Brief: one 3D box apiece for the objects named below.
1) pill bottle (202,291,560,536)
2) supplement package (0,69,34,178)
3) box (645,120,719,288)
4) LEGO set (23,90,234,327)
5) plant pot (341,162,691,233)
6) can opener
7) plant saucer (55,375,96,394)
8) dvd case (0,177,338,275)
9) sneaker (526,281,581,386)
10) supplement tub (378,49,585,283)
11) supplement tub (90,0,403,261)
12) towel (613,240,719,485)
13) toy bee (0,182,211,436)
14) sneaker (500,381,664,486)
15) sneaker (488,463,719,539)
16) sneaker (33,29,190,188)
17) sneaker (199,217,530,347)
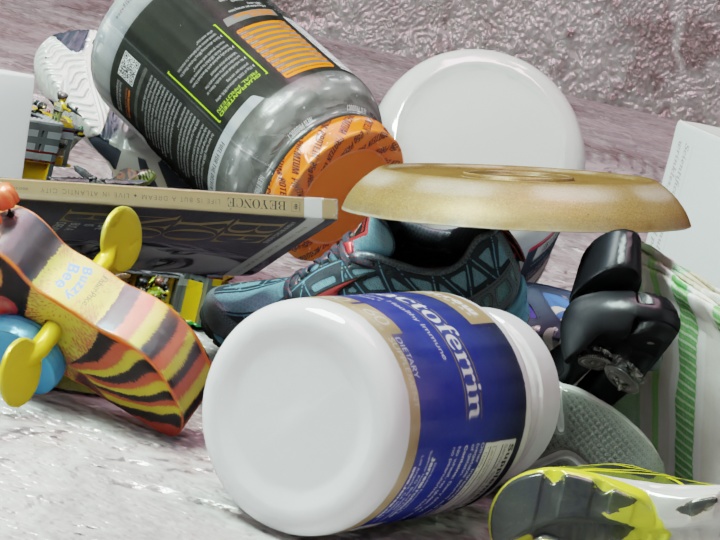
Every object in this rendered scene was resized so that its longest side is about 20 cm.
[{"bbox_3d":[0.017,0.069,1.502,0.115,0.116,0.200,20,11,28],"label":"pill bottle"},{"bbox_3d":[-0.304,-0.079,1.778,0.199,0.110,0.113,11,5,43],"label":"supplement package"},{"bbox_3d":[0.269,0.030,1.842,0.130,0.200,0.200,10,11,-26],"label":"box"},{"bbox_3d":[-0.163,-0.047,1.866,0.153,0.117,0.200,8,12,-33],"label":"LEGO set"},{"bbox_3d":[0.089,-0.043,1.685,0.199,0.028,0.200,2,5,0],"label":"plant pot"},{"bbox_3d":[0.132,0.049,1.647,0.063,0.079,0.200,21,-26,0],"label":"can opener"},{"bbox_3d":[-0.186,0.026,1.689,0.199,0.031,0.200,15,9,-2],"label":"plant saucer"},{"bbox_3d":[-0.130,-0.023,1.666,0.199,0.016,0.149,3,-13,-21],"label":"dvd case"},{"bbox_3d":[0.106,0.059,1.831,0.145,0.081,0.200,3,16,-15],"label":"sneaker"},{"bbox_3d":[0.067,-0.048,1.959,0.139,0.141,0.200,15,-20,0],"label":"supplement tub"},{"bbox_3d":[-0.069,-0.100,1.859,0.122,0.123,0.200,4,32,-47],"label":"supplement tub"},{"bbox_3d":[0.184,0.077,1.618,0.023,0.154,0.200,-8,19,-22],"label":"towel"},{"bbox_3d":[-0.172,0.013,1.549,0.199,0.109,0.131,7,50,0],"label":"toy bee"},{"bbox_3d":[0.077,0.084,1.644,0.199,0.071,0.080,17,7,16],"label":"sneaker"},{"bbox_3d":[0.164,0.131,1.493,0.199,0.075,0.085,15,9,1],"label":"sneaker"},{"bbox_3d":[-0.146,-0.066,1.999,0.199,0.130,0.080,32,53,4],"label":"sneaker"},{"bbox_3d":[0.000,0.000,1.781,0.199,0.096,0.079,-6,33,-1],"label":"sneaker"}]
